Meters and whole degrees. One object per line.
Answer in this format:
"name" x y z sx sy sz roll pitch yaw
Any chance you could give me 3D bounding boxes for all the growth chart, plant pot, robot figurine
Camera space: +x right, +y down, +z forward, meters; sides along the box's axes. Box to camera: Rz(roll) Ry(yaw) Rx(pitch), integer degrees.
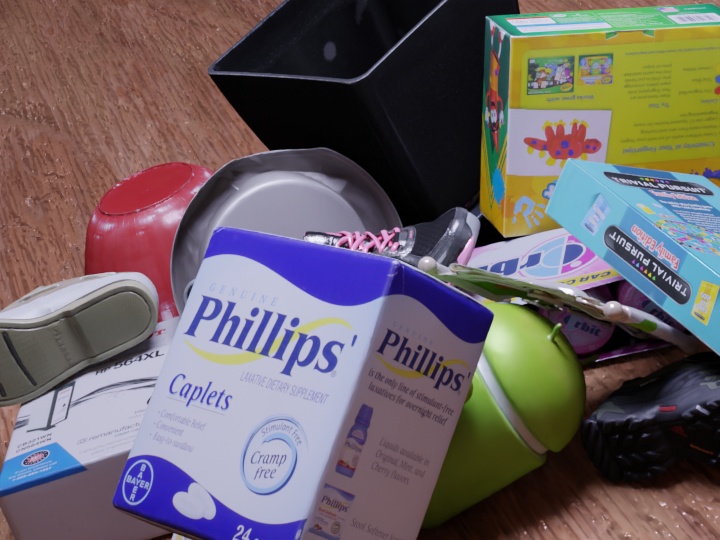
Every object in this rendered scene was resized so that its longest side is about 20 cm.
"growth chart" 0.139 0.023 1.431 0.199 0.144 0.018 14 85 43
"plant pot" 0.028 -0.147 1.733 0.199 0.178 0.200 8 43 48
"robot figurine" 0.069 0.100 1.420 0.199 0.175 0.116 -32 63 12

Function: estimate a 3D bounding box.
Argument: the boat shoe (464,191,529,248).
"boat shoe" 0.118 -0.035 1.734 0.199 0.075 0.062 -35 34 -17

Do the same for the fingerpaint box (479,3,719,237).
"fingerpaint box" 0.201 -0.122 1.657 0.198 0.168 0.073 -5 22 -13

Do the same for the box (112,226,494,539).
"box" -0.039 0.089 1.306 0.183 0.105 0.201 11 77 46

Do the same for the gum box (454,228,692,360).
"gum box" 0.168 0.018 1.587 0.199 0.066 0.114 -14 25 18

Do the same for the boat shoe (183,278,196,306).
"boat shoe" -0.063 0.077 1.546 0.070 0.201 0.071 -53 -24 20

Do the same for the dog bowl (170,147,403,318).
"dog bowl" -0.063 -0.004 1.680 0.199 0.201 0.059 -28 10 -14

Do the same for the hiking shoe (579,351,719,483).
"hiking shoe" 0.247 0.086 1.379 0.199 0.076 0.101 -5 33 33

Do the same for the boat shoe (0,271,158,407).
"boat shoe" -0.257 0.054 1.664 0.199 0.075 0.068 -17 18 0

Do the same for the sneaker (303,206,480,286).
"sneaker" 0.000 0.000 1.586 0.199 0.096 0.079 -33 18 24

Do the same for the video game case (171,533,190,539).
"video game case" -0.057 0.173 1.375 0.181 0.023 0.201 7 76 47

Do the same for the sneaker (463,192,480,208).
"sneaker" 0.020 -0.049 1.829 0.140 0.078 0.199 -36 28 -29

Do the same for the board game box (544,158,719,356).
"board game box" 0.247 -0.005 1.436 0.150 0.047 0.200 5 27 -40

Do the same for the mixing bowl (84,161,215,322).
"mixing bowl" -0.180 -0.031 1.920 0.199 0.109 0.200 -17 26 9

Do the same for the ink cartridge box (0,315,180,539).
"ink cartridge box" -0.197 0.134 1.628 0.145 0.085 0.200 -19 25 8
